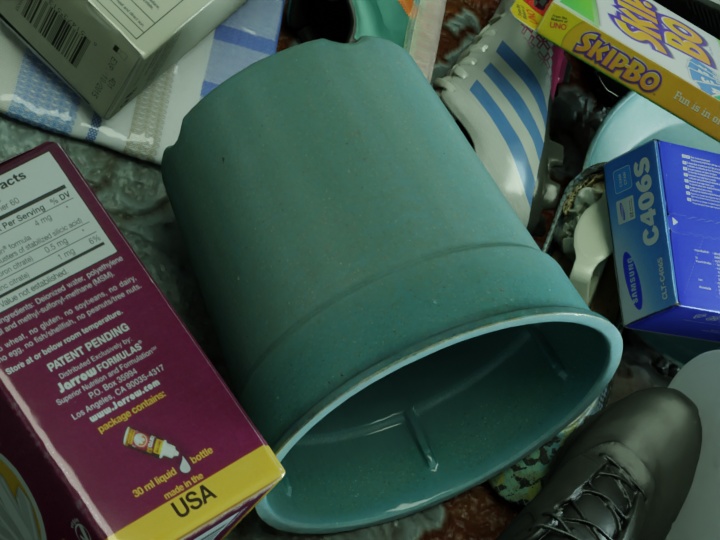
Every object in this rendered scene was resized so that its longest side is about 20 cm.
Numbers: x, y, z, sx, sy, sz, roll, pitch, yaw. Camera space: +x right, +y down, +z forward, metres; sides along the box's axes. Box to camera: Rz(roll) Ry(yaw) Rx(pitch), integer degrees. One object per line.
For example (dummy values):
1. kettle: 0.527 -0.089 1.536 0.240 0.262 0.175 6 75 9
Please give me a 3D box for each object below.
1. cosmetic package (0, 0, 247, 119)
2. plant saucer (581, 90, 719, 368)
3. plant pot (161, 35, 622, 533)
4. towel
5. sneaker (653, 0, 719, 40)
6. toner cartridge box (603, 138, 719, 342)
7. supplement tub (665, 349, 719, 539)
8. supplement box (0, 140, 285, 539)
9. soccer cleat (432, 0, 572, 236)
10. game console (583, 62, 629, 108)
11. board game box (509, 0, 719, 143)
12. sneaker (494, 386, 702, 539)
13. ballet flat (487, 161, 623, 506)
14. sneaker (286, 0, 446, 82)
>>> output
1. cosmetic package: -0.101 -0.184 1.357 0.105 0.071 0.200 45 55 3
2. plant saucer: 0.214 -0.022 1.454 0.200 0.036 0.200 6 69 -16
3. plant pot: 0.000 0.000 1.272 0.200 0.200 0.196 -12 62 -30
4. towel: -0.139 -0.135 1.371 0.200 0.024 0.147 19 58 -15
5. sneaker: 0.227 -0.200 1.460 0.200 0.084 0.121 18 76 6
6. toner cartridge box: 0.223 -0.007 1.371 0.200 0.043 0.095 10 66 -38
7. supplement tub: 0.272 0.108 1.350 0.200 0.145 0.145 4 62 -29
8. supplement box: -0.148 0.063 1.195 0.103 0.131 0.200 -29 78 -34
9. soccer cleat: 0.075 -0.107 1.429 0.086 0.070 0.200 11 56 -6
10. game console: 0.221 -0.207 1.520 0.176 0.116 0.200 1 63 -24
11. board game box: 0.180 -0.112 1.387 0.200 0.030 0.096 29 25 2
12. sneaker: 0.110 0.138 1.269 0.076 0.091 0.200 39 75 4
13. ballet flat: 0.111 0.027 1.350 0.074 0.074 0.200 23 69 -12
14. sneaker: 0.004 -0.168 1.426 0.080 0.071 0.200 19 59 -20
